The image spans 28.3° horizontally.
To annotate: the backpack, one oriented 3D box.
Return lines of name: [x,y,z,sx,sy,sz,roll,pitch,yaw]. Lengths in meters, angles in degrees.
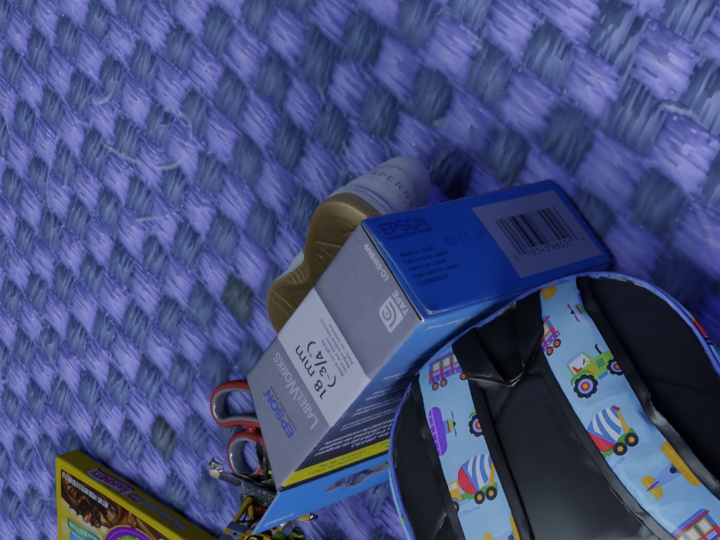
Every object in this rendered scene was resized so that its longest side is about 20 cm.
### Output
backpack: [0.115,0.112,0.657,0.182,0.135,0.200,-34,62,17]

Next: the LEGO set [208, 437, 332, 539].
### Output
LEGO set: [-0.016,0.199,0.872,0.154,0.116,0.200,8,129,25]

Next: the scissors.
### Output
scissors: [-0.035,0.106,0.932,0.200,0.014,0.073,-8,93,49]

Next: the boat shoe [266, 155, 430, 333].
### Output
boat shoe: [0.000,0.000,0.833,0.071,0.069,0.200,42,151,5]

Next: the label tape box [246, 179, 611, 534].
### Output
label tape box: [0.020,0.046,0.760,0.063,0.144,0.200,56,134,21]

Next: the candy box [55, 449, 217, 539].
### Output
candy box: [-0.172,0.221,1.102,0.200,0.026,0.102,21,118,43]
